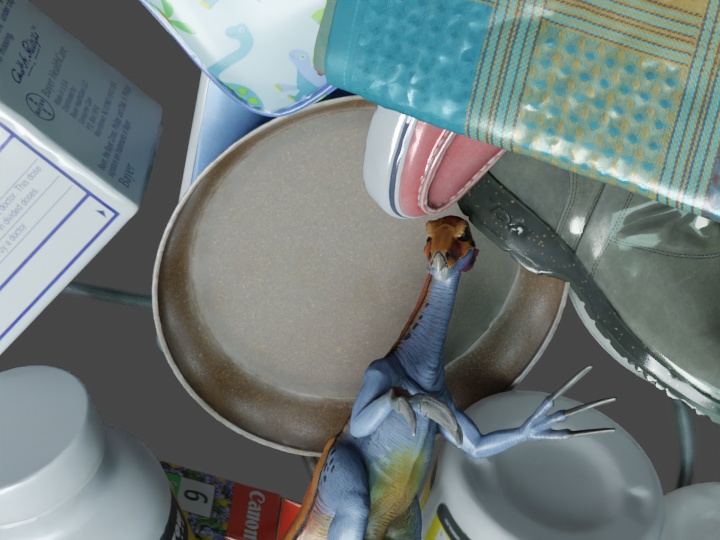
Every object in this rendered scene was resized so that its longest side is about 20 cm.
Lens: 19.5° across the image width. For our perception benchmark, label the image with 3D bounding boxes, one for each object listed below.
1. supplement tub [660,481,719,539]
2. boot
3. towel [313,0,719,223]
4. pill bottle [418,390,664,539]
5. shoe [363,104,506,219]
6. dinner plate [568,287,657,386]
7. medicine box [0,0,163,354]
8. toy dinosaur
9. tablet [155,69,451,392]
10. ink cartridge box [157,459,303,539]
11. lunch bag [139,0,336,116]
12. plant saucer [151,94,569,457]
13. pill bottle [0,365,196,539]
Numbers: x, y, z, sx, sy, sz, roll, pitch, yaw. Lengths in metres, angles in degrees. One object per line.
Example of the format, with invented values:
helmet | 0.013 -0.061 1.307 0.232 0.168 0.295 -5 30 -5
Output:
supplement tub | 0.177 0.222 1.075 0.131 0.132 0.201 14 120 -5
boot | 0.144 -0.028 0.892 0.200 0.068 0.131 39 116 10
towel | 0.086 -0.112 0.799 0.199 0.022 0.148 21 105 19
pill bottle | 0.067 0.166 1.047 0.113 0.115 0.201 15 132 -6
shoe | 0.083 -0.088 0.847 0.091 0.071 0.201 41 108 27
dinner plate | 0.194 -0.014 0.999 0.198 0.024 0.201 2 120 3
medicine box | -0.223 -0.052 0.950 0.200 0.103 0.182 39 115 -18
toy dinosaur | 0.005 0.069 0.926 0.199 0.183 0.105 -6 161 24
tablet | -0.022 -0.032 1.004 0.129 0.014 0.201 11 120 -4
ink cartridge box | -0.089 0.164 1.100 0.199 0.050 0.110 17 120 -6
lunch bag | -0.040 -0.178 0.873 0.160 0.083 0.200 -37 108 20
plant saucer | 0.000 0.000 0.987 0.198 0.032 0.201 -5 122 -8
pill bottle | -0.130 0.144 0.983 0.111 0.112 0.201 -12 128 10
